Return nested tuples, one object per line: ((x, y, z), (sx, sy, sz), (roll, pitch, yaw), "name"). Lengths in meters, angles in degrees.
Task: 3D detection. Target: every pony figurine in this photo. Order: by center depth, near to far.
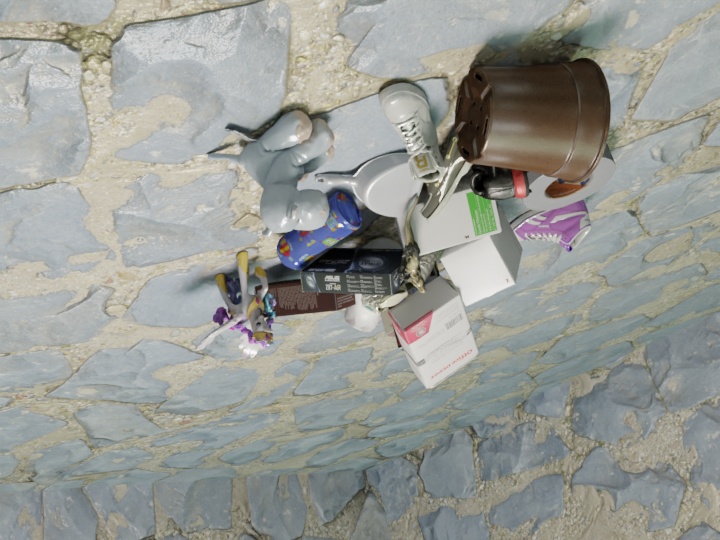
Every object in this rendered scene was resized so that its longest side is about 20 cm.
((-0.248, 0.091, 1.773), (0.164, 0.203, 0.192), (4, 150, -40), "pony figurine")

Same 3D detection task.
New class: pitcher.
((0.038, 0.010, 1.897), (0.119, 0.173, 0.202), (19, 133, -1), "pitcher")

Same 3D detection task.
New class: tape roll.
((0.410, -0.200, 1.718), (0.196, 0.067, 0.201), (-13, 156, -6), "tape roll")

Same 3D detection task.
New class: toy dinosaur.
((0.095, -0.031, 1.613), (0.047, 0.089, 0.203), (6, 124, 16), "toy dinosaur")

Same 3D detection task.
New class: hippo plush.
((-0.114, -0.149, 1.366), (0.197, 0.163, 0.159), (2, 152, -36), "hippo plush")

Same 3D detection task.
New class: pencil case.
((-0.079, -0.074, 1.666), (0.086, 0.079, 0.199), (16, 142, -40), "pencil case")

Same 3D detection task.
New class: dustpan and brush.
((0.014, -0.160, 1.566), (0.196, 0.058, 0.141), (-7, 136, -24), "dustpan and brush")

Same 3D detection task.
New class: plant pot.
((0.268, -0.247, 1.377), (0.194, 0.204, 0.201), (1, 154, -16), "plant pot")

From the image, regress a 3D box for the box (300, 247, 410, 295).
((0.000, 0.000, 1.710), (0.196, 0.044, 0.160), (2, -161, 24), "box")

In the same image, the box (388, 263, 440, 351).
((0.129, 0.068, 1.967), (0.135, 0.203, 0.040), (-23, 153, 20), "box")

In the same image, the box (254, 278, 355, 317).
((-0.119, 0.054, 1.840), (0.197, 0.077, 0.100), (-8, -178, 26), "box")

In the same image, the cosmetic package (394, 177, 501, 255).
((0.168, -0.107, 1.689), (0.196, 0.109, 0.085), (-18, -161, -1), "cosmetic package")

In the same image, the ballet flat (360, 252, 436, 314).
((0.092, 0.029, 1.776), (0.199, 0.072, 0.072), (-36, 161, -13), "ballet flat")

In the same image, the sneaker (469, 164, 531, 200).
((0.235, -0.180, 1.526), (0.096, 0.201, 0.072), (-14, 118, -1), "sneaker")

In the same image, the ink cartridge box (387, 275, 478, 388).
((0.158, 0.133, 1.809), (0.144, 0.085, 0.202), (-32, 132, -9), "ink cartridge box")

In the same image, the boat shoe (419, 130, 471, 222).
((0.157, -0.176, 1.568), (0.060, 0.072, 0.203), (31, 130, 0), "boat shoe")

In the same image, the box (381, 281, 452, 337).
((0.149, 0.095, 2.135), (0.108, 0.130, 0.198), (-31, 152, 35), "box")

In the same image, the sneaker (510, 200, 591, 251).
((0.426, -0.084, 1.929), (0.198, 0.116, 0.072), (-28, 156, 29), "sneaker")

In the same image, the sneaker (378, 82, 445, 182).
((0.095, -0.219, 1.406), (0.073, 0.118, 0.200), (-20, 156, 17), "sneaker")

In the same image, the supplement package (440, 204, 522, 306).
((0.260, -0.036, 1.802), (0.120, 0.121, 0.200), (-26, -166, 23), "supplement package")
